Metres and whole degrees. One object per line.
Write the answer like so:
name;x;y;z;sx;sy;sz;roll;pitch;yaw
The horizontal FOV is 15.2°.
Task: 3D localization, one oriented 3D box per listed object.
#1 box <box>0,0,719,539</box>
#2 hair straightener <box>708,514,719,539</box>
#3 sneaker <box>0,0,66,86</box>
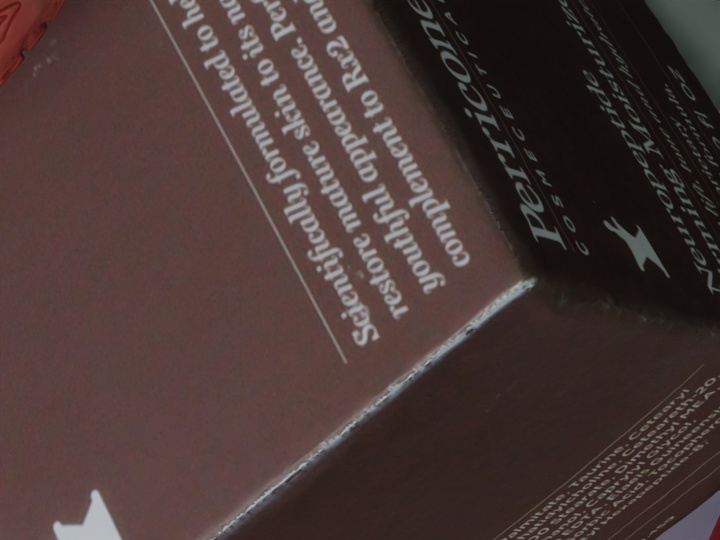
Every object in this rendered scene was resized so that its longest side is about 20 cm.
box;0.000;0.000;0.729;0.164;0.200;0.166;-39;63;22
hair straightener;0.104;0.159;0.756;0.077;0.041;0.201;22;98;0
sneaker;-0.155;-0.079;0.665;0.199;0.078;0.082;18;149;38
